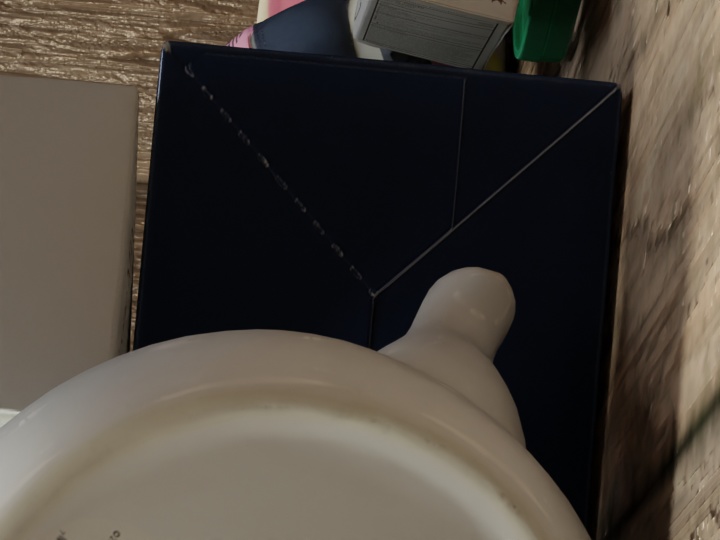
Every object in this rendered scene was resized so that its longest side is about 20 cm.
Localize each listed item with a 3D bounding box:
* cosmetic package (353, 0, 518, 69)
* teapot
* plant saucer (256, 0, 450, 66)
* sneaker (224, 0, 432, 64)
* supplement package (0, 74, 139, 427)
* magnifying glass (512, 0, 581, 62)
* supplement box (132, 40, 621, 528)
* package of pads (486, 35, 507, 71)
[{"bbox_3d":[0.044,-0.172,0.938,0.083,0.050,0.201,131,152,-81],"label":"cosmetic package"},{"bbox_3d":[-0.034,0.110,0.730,0.146,0.199,0.199,178,84,-79],"label":"teapot"},{"bbox_3d":[0.013,-0.140,1.144,0.201,0.051,0.201,-57,20,34],"label":"plant saucer"},{"bbox_3d":[0.000,0.000,1.061,0.070,0.082,0.201,-32,-70,-75],"label":"sneaker"},{"bbox_3d":[-0.127,0.047,0.855,0.200,0.117,0.117,98,176,-54],"label":"supplement package"},{"bbox_3d":[0.068,-0.112,0.944,0.200,0.022,0.080,126,150,-89],"label":"magnifying glass"},{"bbox_3d":[-0.004,0.044,0.910,0.200,0.133,0.201,129,147,-85],"label":"supplement box"},{"bbox_3d":[0.022,-0.015,1.235,0.201,0.068,0.155,-86,3,-48],"label":"package of pads"}]
